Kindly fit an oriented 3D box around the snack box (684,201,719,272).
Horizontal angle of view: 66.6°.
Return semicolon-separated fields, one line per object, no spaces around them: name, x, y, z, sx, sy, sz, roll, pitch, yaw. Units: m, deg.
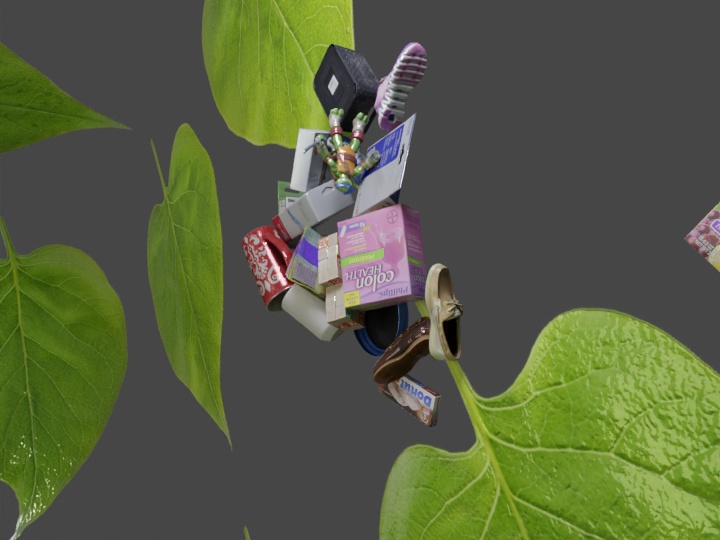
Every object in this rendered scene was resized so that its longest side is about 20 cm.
snack box;0.526;-0.054;0.643;0.202;0.066;0.170;-59;45;33

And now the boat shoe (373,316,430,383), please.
boat shoe;0.099;0.183;1.245;0.200;0.070;0.071;-43;39;30

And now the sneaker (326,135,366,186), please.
sneaker;-0.026;-0.278;1.420;0.202;0.076;0.076;58;131;35

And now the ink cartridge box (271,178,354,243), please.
ink cartridge box;-0.131;-0.163;1.496;0.199;0.145;0.084;-24;97;52

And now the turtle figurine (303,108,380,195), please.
turtle figurine;-0.028;-0.299;1.279;0.140;0.201;0.198;-7;62;17

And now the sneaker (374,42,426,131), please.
sneaker;0.082;-0.433;1.272;0.203;0.079;0.089;-65;35;32

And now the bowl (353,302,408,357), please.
bowl;0.047;0.108;1.348;0.199;0.039;0.206;0;90;55

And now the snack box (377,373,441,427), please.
snack box;0.110;0.283;1.270;0.199;0.024;0.074;23;107;53

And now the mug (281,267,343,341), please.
mug;-0.088;0.090;1.405;0.153;0.186;0.150;44;121;13

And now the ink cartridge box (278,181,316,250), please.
ink cartridge box;-0.187;-0.164;1.627;0.059;0.102;0.206;-5;85;53

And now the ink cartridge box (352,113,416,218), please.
ink cartridge box;0.065;-0.230;1.262;0.198;0.046;0.202;-20;51;54

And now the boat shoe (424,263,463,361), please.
boat shoe;0.181;0.088;1.137;0.066;0.073;0.206;4;103;51

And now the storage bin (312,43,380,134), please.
storage bin;-0.035;-0.468;1.420;0.136;0.092;0.203;-54;50;40

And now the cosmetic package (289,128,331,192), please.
cosmetic package;-0.122;-0.297;1.470;0.050;0.200;0.155;12;106;12

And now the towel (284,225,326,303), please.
towel;-0.101;-0.014;1.359;0.023;0.142;0.202;-45;20;41

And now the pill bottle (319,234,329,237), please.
pill bottle;-0.141;-0.011;1.554;0.200;0.109;0.113;-48;53;44

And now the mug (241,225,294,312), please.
mug;-0.222;-0.021;1.475;0.177;0.132;0.202;-42;66;28

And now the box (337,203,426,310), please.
box;0.049;-0.025;1.241;0.173;0.096;0.205;-12;77;31

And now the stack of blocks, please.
stack of blocks;-0.044;0.029;1.301;0.058;0.115;0.205;-17;61;30
